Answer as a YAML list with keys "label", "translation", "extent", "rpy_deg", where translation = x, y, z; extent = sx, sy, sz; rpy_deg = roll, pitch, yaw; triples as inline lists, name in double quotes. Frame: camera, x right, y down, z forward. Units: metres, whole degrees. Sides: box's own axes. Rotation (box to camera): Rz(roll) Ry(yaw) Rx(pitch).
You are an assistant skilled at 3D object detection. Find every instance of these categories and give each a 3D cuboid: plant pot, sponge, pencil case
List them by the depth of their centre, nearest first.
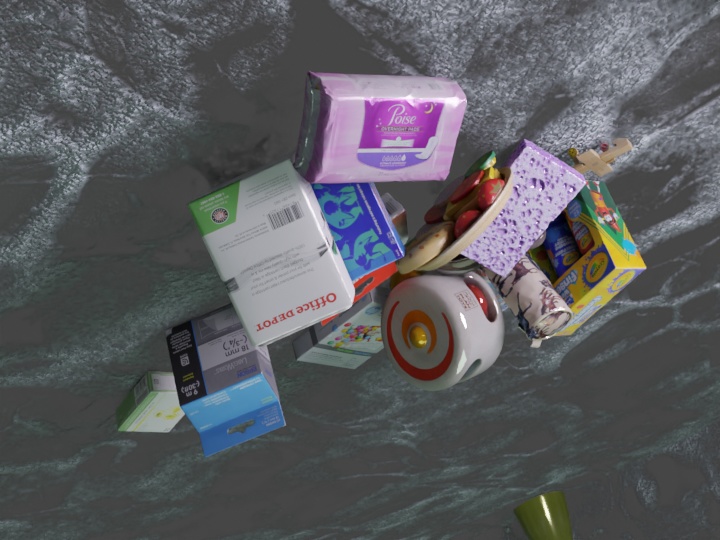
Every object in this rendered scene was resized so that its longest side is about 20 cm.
- label: "sponge"
  translation: [0.226, -0.087, 1.416]
  extent: [0.110, 0.030, 0.201]
  rpy_deg: [28, 120, -17]
- label: "pencil case"
  translation: [0.250, 0.022, 1.541]
  extent: [0.090, 0.201, 0.077]
  rpy_deg: [-47, 146, 22]
- label: "plant pot"
  translation: [0.636, 0.876, 3.232]
  extent: [0.184, 0.203, 0.188]
  rpy_deg: [-14, 152, -8]

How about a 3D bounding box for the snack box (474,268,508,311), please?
- label: "snack box"
  translation: [0.217, 0.034, 1.709]
  extent: [0.198, 0.025, 0.072]
  rpy_deg: [14, 136, -45]

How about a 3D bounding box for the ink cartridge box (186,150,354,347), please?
- label: "ink cartridge box"
  translation: [-0.109, -0.027, 1.218]
  extent: [0.144, 0.203, 0.084]
  rpy_deg: [-22, -169, 7]

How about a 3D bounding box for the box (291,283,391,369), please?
- label: "box"
  translation: [0.000, 0.101, 1.679]
  extent: [0.199, 0.042, 0.155]
  rpy_deg: [-39, 146, 30]

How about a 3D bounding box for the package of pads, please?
- label: "package of pads"
  translation: [0.022, -0.171, 1.153]
  extent: [0.197, 0.076, 0.122]
  rpy_deg: [-4, 124, -27]

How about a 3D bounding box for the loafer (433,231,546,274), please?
- label: "loafer"
  translation: [0.193, -0.057, 1.505]
  extent: [0.197, 0.074, 0.072]
  rpy_deg: [-20, 139, -5]

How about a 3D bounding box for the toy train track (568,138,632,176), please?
- label: "toy train track"
  translation: [0.308, -0.154, 1.440]
  extent: [0.198, 0.033, 0.114]
  rpy_deg: [-27, 158, 25]

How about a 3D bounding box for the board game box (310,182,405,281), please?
- label: "board game box"
  translation: [-0.060, -0.048, 1.278]
  extent: [0.198, 0.154, 0.045]
  rpy_deg: [-26, -169, 12]

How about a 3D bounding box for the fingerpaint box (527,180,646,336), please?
- label: "fingerpaint box"
  translation: [0.341, -0.017, 1.548]
  extent: [0.072, 0.169, 0.200]
  rpy_deg: [0, 147, -31]

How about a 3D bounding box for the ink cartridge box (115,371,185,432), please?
- label: "ink cartridge box"
  translation: [-0.317, 0.235, 1.712]
  extent: [0.198, 0.049, 0.146]
  rpy_deg: [9, 140, -37]

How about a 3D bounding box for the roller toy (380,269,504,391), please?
- label: "roller toy"
  translation: [0.128, 0.091, 1.547]
  extent: [0.180, 0.204, 0.139]
  rpy_deg: [13, -161, 39]

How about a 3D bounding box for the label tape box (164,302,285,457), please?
- label: "label tape box"
  translation: [-0.211, 0.164, 1.489]
  extent: [0.142, 0.203, 0.063]
  rpy_deg: [-22, 152, 6]

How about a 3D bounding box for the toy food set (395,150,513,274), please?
- label: "toy food set"
  translation: [0.131, -0.076, 1.330]
  extent: [0.049, 0.199, 0.200]
  rpy_deg: [43, 113, -10]

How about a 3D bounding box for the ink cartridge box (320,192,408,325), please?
- label: "ink cartridge box"
  translation: [0.000, 0.000, 1.423]
  extent: [0.161, 0.050, 0.201]
  rpy_deg: [-36, 147, -16]
